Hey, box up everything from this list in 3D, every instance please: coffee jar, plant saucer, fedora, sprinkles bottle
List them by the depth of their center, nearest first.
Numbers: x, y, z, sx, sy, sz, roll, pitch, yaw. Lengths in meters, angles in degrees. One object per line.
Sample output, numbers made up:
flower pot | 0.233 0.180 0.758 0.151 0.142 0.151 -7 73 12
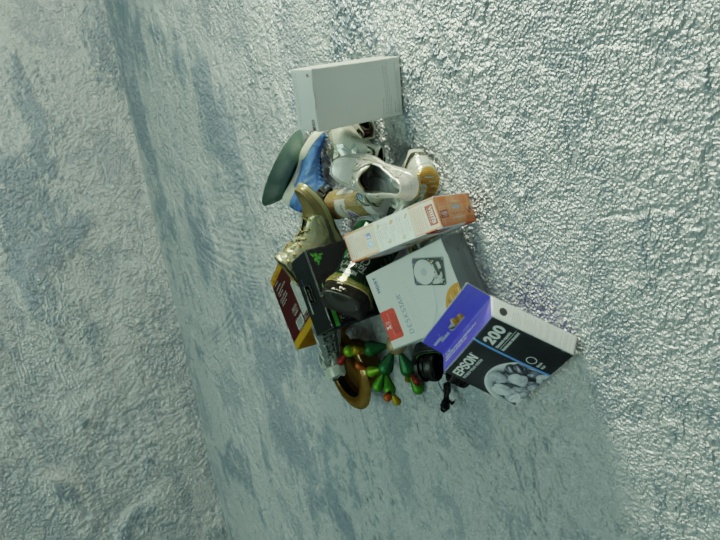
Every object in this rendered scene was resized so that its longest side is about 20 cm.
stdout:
coffee jar | 0.000 0.000 1.339 0.103 0.201 0.086 18 151 17
sprinkles bottle | -0.006 -0.149 1.422 0.199 0.068 0.069 2 106 60
plant saucer | -0.173 -0.238 1.588 0.038 0.202 0.202 27 140 2
fedora | -0.009 0.230 1.598 0.200 0.081 0.203 34 132 48

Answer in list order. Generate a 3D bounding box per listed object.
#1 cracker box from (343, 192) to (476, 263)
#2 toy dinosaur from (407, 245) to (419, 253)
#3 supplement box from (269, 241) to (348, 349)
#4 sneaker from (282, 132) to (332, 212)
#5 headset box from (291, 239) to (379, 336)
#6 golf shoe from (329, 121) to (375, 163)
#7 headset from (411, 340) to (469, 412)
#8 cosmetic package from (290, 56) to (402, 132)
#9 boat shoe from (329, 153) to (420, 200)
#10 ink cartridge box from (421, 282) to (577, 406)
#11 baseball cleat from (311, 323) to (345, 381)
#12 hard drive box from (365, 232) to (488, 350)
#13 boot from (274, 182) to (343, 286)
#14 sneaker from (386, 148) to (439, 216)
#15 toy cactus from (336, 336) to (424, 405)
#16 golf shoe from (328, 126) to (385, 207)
cracker box | 0.087 -0.075 1.165 0.199 0.133 0.058 -22 86 36
toy dinosaur | 0.125 0.036 1.318 0.088 0.047 0.202 41 140 53
supplement box | -0.111 0.052 1.624 0.202 0.131 0.198 65 150 21
sneaker | -0.098 -0.221 1.547 0.110 0.077 0.202 29 107 8
headset box | -0.035 0.028 1.427 0.093 0.198 0.176 -33 75 59
golf shoe | -0.014 -0.271 1.371 0.088 0.077 0.202 25 126 44
headset | 0.160 0.198 1.256 0.201 0.122 0.095 74 -153 -59
cosmetic package | -0.022 -0.331 1.226 0.081 0.198 0.114 23 123 53
boat shoe | 0.013 -0.172 1.195 0.198 0.069 0.072 18 108 36
ink cartridge box | 0.218 0.129 1.089 0.198 0.044 0.199 27 141 0
baseball cleat | -0.063 0.175 1.497 0.201 0.069 0.107 84 162 -48
hard drive box | 0.125 0.042 1.223 0.199 0.076 0.158 -28 82 42
boot | -0.131 -0.078 1.468 0.072 0.154 0.201 29 152 54
sneaker | 0.093 -0.146 1.269 0.201 0.075 0.088 118 143 -47
toy cactus | 0.057 0.192 1.432 0.199 0.102 0.167 29 105 16
golf shoe | 0.010 -0.226 1.279 0.097 0.078 0.202 -38 73 42
